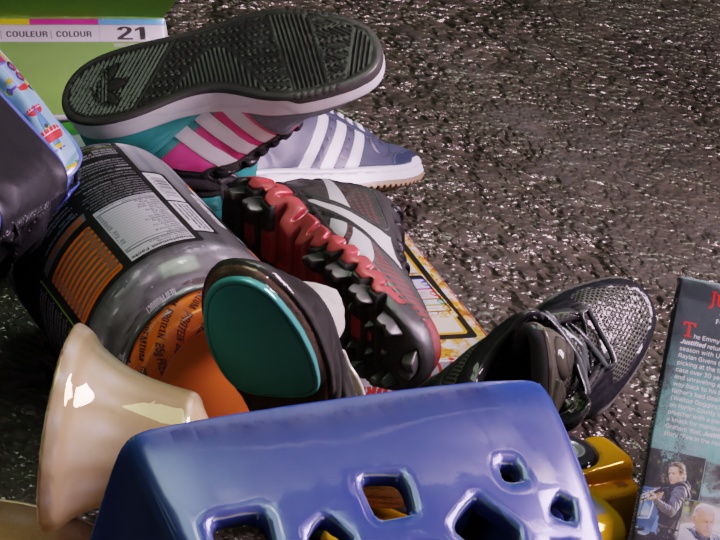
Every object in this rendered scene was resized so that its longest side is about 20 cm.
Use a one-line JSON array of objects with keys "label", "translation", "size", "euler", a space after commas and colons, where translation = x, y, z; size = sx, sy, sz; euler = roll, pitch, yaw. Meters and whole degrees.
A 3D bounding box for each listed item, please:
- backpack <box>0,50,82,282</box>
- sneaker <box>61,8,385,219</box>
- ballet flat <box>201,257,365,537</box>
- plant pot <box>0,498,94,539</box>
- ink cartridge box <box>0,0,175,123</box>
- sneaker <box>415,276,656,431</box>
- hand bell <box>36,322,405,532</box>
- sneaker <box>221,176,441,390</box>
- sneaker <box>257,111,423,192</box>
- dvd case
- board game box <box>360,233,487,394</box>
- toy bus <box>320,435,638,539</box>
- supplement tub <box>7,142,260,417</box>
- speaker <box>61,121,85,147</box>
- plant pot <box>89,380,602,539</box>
[{"label": "backpack", "translation": [-0.278, -0.038, 1.160], "size": [0.183, 0.200, 0.135], "euler": [46, 30, 1]}, {"label": "sneaker", "translation": [-0.071, -0.086, 1.286], "size": [0.198, 0.121, 0.084], "euler": [-8, 55, 13]}, {"label": "ballet flat", "translation": [-0.033, 0.053, 1.085], "size": [0.067, 0.201, 0.069], "euler": [3, 44, 22]}, {"label": "plant pot", "translation": [-0.183, 0.176, 0.987], "size": [0.198, 0.028, 0.201], "euler": [8, 28, -4]}, {"label": "ink cartridge box", "translation": [-0.195, -0.134, 1.379], "size": [0.146, 0.077, 0.200], "euler": [-2, -11, -20]}, {"label": "sneaker", "translation": [0.115, 0.053, 1.185], "size": [0.198, 0.114, 0.077], "euler": [-24, 87, -34]}, {"label": "hand bell", "translation": [-0.052, 0.094, 1.037], "size": [0.198, 0.105, 0.104], "euler": [9, 28, 2]}, {"label": "sneaker", "translation": [0.000, 0.000, 1.219], "size": [0.097, 0.071, 0.200], "euler": [-11, 34, -30]}, {"label": "sneaker", "translation": [-0.039, -0.101, 1.422], "size": [0.199, 0.110, 0.070], "euler": [-7, -4, -43]}, {"label": "dvd case", "translation": [0.214, 0.115, 1.067], "size": [0.145, 0.202, 0.022], "euler": [11, -5, 4]}, {"label": "board game box", "translation": [-0.021, 0.024, 1.294], "size": [0.150, 0.047, 0.200], "euler": [-3, 31, -23]}, {"label": "toy bus", "translation": [0.066, 0.146, 1.077], "size": [0.199, 0.066, 0.078], "euler": [-12, 35, -34]}, {"label": "supplement tub", "translation": [-0.118, 0.018, 1.184], "size": [0.121, 0.124, 0.200], "euler": [-6, 29, -27]}, {"label": "speaker", "translation": [-0.218, -0.048, 1.324], "size": [0.199, 0.089, 0.088], "euler": [-12, 35, -35]}, {"label": "plant pot", "translation": [-0.001, 0.182, 0.846], "size": [0.198, 0.201, 0.180], "euler": [-5, 46, -28]}]
